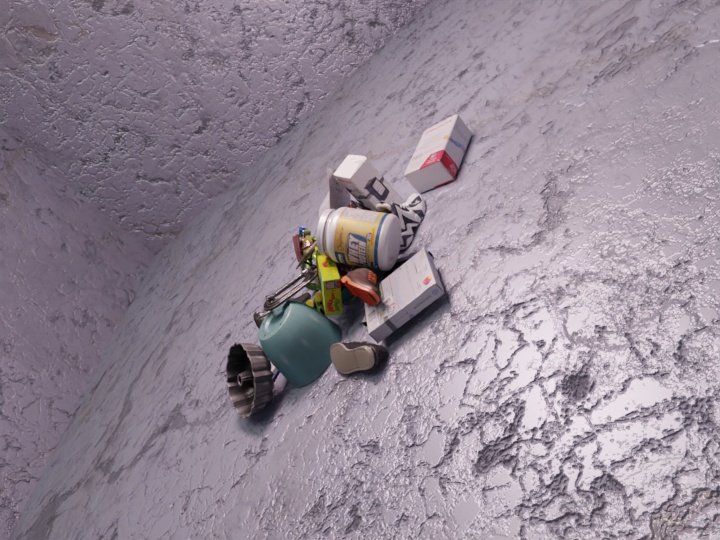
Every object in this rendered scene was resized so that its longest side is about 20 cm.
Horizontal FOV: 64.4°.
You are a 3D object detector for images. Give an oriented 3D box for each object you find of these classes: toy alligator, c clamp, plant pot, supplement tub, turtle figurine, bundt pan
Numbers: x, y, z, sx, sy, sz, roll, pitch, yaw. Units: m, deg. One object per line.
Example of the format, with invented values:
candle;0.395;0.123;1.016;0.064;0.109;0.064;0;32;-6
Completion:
toy alligator;-0.132;0.116;1.666;0.199;0.059;0.055;-42;68;22
c clamp;-0.188;0.045;1.554;0.199;0.027;0.170;-38;20;-19
plant pot;-0.173;0.176;1.517;0.199;0.161;0.203;-35;28;22
supplement tub;-0.003;-0.085;1.490;0.195;0.147;0.147;10;53;19
turtle figurine;-0.133;-0.035;1.842;0.140;0.202;0.198;-15;55;1
bundt pan;-0.296;0.293;1.559;0.200;0.074;0.208;6;98;54

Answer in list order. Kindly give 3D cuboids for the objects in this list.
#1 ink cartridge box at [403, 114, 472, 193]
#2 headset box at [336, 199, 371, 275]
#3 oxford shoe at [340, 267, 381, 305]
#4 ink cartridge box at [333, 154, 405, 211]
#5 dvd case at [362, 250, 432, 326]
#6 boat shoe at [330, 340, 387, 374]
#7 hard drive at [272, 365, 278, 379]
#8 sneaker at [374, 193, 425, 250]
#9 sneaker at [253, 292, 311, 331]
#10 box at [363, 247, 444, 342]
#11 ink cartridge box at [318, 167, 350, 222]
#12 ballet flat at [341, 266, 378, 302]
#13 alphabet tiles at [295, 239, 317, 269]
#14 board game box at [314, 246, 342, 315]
ink cartridge box;0.231;-0.343;1.691;0.146;0.086;0.203;-15;39;48
headset box;-0.029;-0.084;1.696;0.203;0.074;0.149;-62;21;17
oxford shoe;0.010;0.028;1.397;0.073;0.071;0.199;-45;23;-8
ink cartridge box;0.027;-0.249;1.743;0.085;0.200;0.144;-48;26;-7
dvd case;0.094;0.047;1.439;0.148;0.025;0.203;-15;42;48
boat shoe;-0.007;0.204;1.365;0.061;0.075;0.198;-11;-1;-32
hard drive;-0.256;0.252;1.693;0.131;0.025;0.203;-5;49;55
sneaker;0.105;-0.170;1.596;0.078;0.130;0.202;-10;44;49
sneaker;-0.234;0.113;1.723;0.198;0.092;0.076;-33;-5;-30
box;0.096;0.056;1.349;0.199;0.041;0.157;-40;27;17
ink cartridge box;-0.081;-0.212;1.812;0.046;0.206;0.159;-2;2;24
ballet flat;0.000;0.000;1.597;0.201;0.069;0.071;-48;32;8
alphabet tiles;-0.107;-0.095;1.648;0.201;0.008;0.167;-49;1;-22
board game box;-0.087;0.023;1.545;0.046;0.104;0.201;-7;28;-8
